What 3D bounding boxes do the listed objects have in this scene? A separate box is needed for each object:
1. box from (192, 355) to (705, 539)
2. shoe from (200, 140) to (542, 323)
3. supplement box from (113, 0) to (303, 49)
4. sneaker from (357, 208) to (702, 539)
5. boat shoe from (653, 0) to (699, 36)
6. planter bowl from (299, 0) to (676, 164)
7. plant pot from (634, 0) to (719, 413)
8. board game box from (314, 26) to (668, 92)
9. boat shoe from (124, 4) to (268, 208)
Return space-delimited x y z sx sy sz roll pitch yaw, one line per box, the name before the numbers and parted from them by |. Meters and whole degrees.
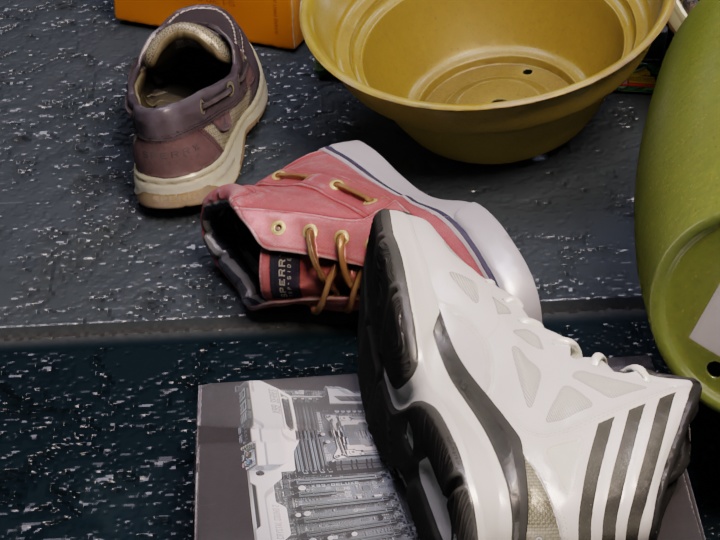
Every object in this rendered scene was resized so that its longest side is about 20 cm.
box | 0.033 0.101 0.942 0.198 0.050 0.158 -3 31 0
shoe | 0.000 0.000 1.097 0.090 0.072 0.200 -19 30 -22
supplement box | -0.056 -0.219 1.447 0.125 0.074 0.200 11 34 20
sneaker | 0.067 0.048 0.926 0.114 0.076 0.201 -1 38 -14
boat shoe | 0.204 -0.129 1.234 0.073 0.063 0.201 24 40 -40
planter bowl | 0.071 -0.116 1.247 0.198 0.084 0.201 -5 42 5
plant pot | 0.189 -0.022 0.974 0.186 0.189 0.200 9 26 18
board game box | 0.079 -0.140 1.357 0.198 0.024 0.105 4 34 10
boat shoe | -0.091 -0.105 1.272 0.071 0.065 0.201 -1 31 5
